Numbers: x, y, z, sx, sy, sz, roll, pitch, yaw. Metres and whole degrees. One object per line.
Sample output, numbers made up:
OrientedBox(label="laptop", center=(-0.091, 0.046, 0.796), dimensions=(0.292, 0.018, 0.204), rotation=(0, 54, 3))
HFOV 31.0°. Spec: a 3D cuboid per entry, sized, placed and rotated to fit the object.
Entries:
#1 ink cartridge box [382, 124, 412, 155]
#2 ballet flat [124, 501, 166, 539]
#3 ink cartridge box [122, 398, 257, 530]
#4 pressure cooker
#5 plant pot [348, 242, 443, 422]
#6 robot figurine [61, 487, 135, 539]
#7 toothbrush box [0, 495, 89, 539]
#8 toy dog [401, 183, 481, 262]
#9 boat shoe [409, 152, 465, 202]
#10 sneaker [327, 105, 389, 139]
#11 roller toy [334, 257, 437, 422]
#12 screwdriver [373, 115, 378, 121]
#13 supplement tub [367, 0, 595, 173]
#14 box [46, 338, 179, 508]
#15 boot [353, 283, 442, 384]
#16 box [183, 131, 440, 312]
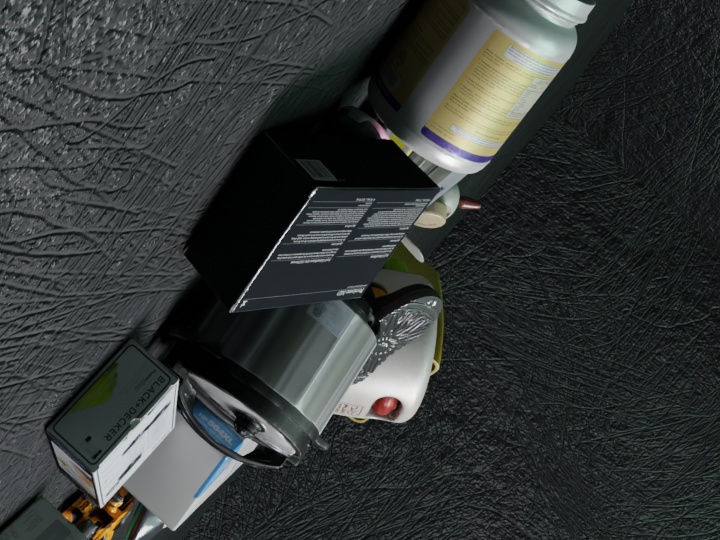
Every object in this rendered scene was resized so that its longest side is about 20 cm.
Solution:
OrientedBox(label="ink cartridge box", center=(0.058, -0.170, 1.431), dimensions=(0.200, 0.047, 0.198), rotation=(-49, -176, -2))
OrientedBox(label="ballet flat", center=(-0.224, 0.248, 1.566), dimensions=(0.073, 0.072, 0.202), rotation=(115, -7, -71))
OrientedBox(label="ink cartridge box", center=(-0.179, 0.167, 1.460), dimensions=(0.129, 0.125, 0.200), rotation=(-53, 173, 28))
OrientedBox(label="pressure cooker", center=(-0.096, 0.091, 1.312), dimensions=(0.201, 0.174, 0.179), rotation=(-57, 160, -16))
OrientedBox(label="plant pot", center=(0.003, 0.055, 1.810), dimensions=(0.200, 0.199, 0.177), rotation=(-39, -161, 44))
OrientedBox(label="robot figurine", center=(-0.339, 0.324, 1.552), dimensions=(0.201, 0.058, 0.145), rotation=(-53, 174, 31))
OrientedBox(label="toothbrush box", center=(-0.369, 0.348, 1.325), dimensions=(0.146, 0.086, 0.201), rotation=(-43, 173, -50))
OrientedBox(label="toy dog", center=(0.085, -0.080, 1.675), dimensions=(0.200, 0.095, 0.134), rotation=(-169, -82, -73))
OrientedBox(label="boat shoe", center=(0.048, -0.100, 1.540), dimensions=(0.199, 0.066, 0.072), rotation=(-38, 166, 4))
OrientedBox(label="sneaker", center=(-0.022, -0.071, 1.285), dimensions=(0.095, 0.079, 0.201), rotation=(-43, 156, -35))
OrientedBox(label="roller toy", center=(0.008, 0.089, 1.584), dimensions=(0.200, 0.138, 0.185), rotation=(-109, -151, -70))
OrientedBox(label="screwdriver", center=(0.016, -0.154, 1.378), dimensions=(0.200, 0.029, 0.028), rotation=(-44, 173, -15))
OrientedBox(label="supplement tub", center=(0.114, -0.210, 1.232), dimensions=(0.201, 0.145, 0.145), rotation=(-52, 174, 25))
OrientedBox(label="box", center=(-0.234, 0.150, 1.241), dimensions=(0.117, 0.060, 0.200), rotation=(-48, 175, -19))
OrientedBox(label="boot", center=(-0.001, 0.000, 1.454), dimensions=(0.164, 0.202, 0.065), rotation=(-39, 139, 27))
OrientedBox(label="box", center=(-0.040, -0.044, 1.156), dimensions=(0.199, 0.079, 0.142), rotation=(-5, 134, -56))
